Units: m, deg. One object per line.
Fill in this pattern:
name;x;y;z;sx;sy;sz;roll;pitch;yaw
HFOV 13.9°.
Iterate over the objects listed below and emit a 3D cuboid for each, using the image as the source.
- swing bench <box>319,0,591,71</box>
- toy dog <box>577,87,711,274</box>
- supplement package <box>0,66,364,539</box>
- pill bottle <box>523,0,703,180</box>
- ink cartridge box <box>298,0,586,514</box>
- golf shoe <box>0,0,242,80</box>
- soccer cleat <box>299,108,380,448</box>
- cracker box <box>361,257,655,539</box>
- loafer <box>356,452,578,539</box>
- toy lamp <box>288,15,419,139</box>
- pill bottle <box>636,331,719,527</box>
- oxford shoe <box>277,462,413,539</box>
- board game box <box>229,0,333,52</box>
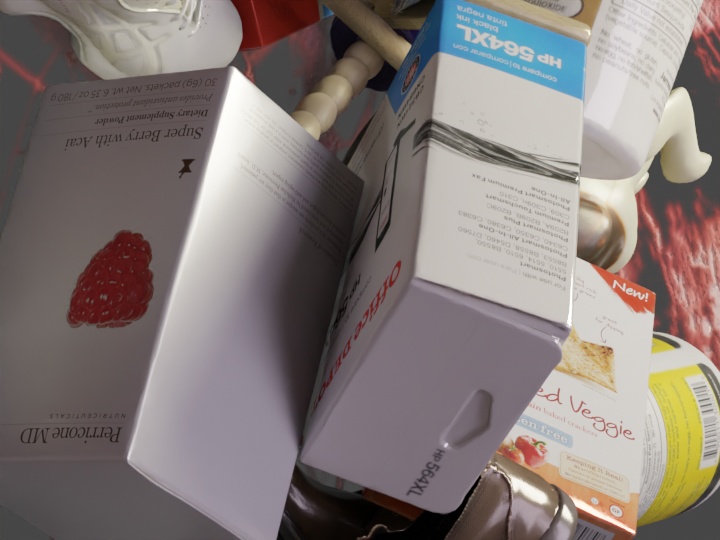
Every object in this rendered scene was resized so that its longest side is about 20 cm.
swing bench;0.023;-0.226;1.501;0.200;0.130;0.200;27;65;-30
toy dog;0.116;-0.084;1.695;0.193;0.139;0.201;11;79;-44
supplement package;-0.097;0.022;1.394;0.120;0.121;0.201;39;56;-47
pill bottle;0.130;-0.160;1.597;0.114;0.114;0.201;34;73;-49
ink cartridge box;0.041;-0.008;1.418;0.084;0.146;0.200;20;43;-11
golf shoe;-0.107;-0.138;1.419;0.200;0.091;0.076;23;68;-54
soccer cleat;0.000;0.000;1.562;0.068;0.073;0.201;21;75;-14
cracker box;0.082;0.063;1.565;0.134;0.058;0.200;24;37;-10
loafer;0.012;0.158;1.448;0.200;0.073;0.071;-42;111;-4
toy lamp;-0.016;-0.090;1.573;0.200;0.058;0.058;-53;129;-43
pill bottle;0.125;0.100;1.710;0.200;0.114;0.115;-7;93;-55
oxford shoe;0.004;0.136;1.537;0.084;0.073;0.200;-46;115;0
board game box;-0.048;-0.230;1.552;0.153;0.040;0.201;-32;113;-51
